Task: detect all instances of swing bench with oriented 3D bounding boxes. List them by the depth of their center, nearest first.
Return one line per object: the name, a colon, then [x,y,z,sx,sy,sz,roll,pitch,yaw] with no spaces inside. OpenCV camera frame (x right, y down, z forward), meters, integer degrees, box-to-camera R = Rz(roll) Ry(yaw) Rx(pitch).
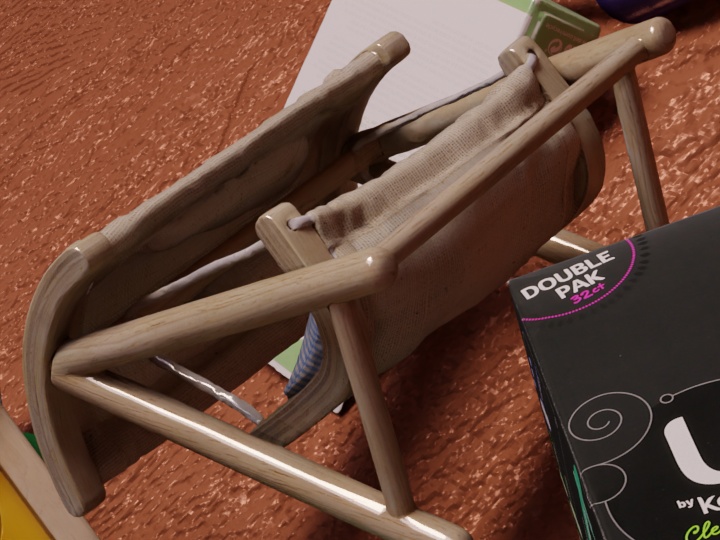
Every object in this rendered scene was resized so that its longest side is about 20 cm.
swing bench: [0.000,0.000,1.014,0.199,0.130,0.199,5,30,39]

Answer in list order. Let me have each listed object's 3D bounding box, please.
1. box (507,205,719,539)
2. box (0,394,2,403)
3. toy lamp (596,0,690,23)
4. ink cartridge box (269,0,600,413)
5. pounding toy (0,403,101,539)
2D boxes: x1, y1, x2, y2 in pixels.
box: [0.144,0.077,0.813,0.148,0.125,0.200,-18,32,1]
box: [-0.254,0.109,1.201,0.198,0.050,0.200,-4,43,-12]
toy lamp: [0.086,-0.139,1.253,0.200,0.058,0.058,1,51,50]
ink cartridge box: [0.012,-0.046,1.217,0.145,0.048,0.201,32,100,52]
pounding toy: [-0.184,0.099,1.067,0.200,0.184,0.142,-35,-8,-17]
